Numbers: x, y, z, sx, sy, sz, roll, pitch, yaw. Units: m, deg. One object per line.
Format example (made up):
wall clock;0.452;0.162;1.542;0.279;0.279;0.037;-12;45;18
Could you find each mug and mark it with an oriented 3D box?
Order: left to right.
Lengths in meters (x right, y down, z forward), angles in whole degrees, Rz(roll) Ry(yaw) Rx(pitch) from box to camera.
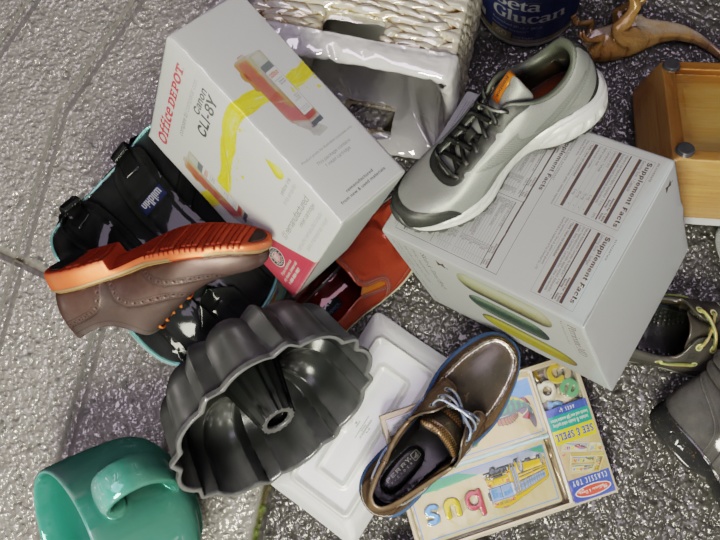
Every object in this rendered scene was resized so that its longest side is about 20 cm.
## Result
mug;-0.204;0.230;0.769;0.113;0.183;0.156;-17;94;-39

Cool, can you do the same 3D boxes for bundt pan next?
bundt pan;-0.090;0.106;0.759;0.201;0.202;0.076;-39;58;-2

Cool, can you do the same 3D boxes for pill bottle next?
pill bottle;0.165;-0.304;0.809;0.108;0.200;0.114;-1;79;7

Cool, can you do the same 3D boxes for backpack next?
backpack;-0.165;-0.009;0.818;0.200;0.154;0.176;43;83;13

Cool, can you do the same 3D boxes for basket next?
basket;0.012;-0.223;0.815;0.194;0.200;0.164;13;79;9

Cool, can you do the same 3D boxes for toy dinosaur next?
toy dinosaur;0.276;-0.241;0.867;0.195;0.061;0.108;-11;116;3

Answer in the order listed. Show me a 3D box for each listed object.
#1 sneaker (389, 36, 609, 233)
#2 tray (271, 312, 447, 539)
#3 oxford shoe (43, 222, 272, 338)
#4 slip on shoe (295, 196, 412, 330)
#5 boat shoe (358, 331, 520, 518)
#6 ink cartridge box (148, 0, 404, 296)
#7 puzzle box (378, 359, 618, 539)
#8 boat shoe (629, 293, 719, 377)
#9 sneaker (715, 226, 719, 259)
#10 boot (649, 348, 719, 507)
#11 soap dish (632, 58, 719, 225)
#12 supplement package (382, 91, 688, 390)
sneaker;0.100;-0.109;0.676;0.199;0.079;0.074;-38;54;6
tray;0.003;0.151;0.837;0.106;0.022;0.202;32;85;12
oxford shoe;-0.161;0.009;0.717;0.195;0.071;0.074;-10;108;13
slip on shoe;0.000;0.000;0.845;0.074;0.061;0.200;43;86;14
boat shoe;0.077;0.140;0.760;0.072;0.072;0.201;38;85;5
ink cartridge box;-0.078;-0.100;0.718;0.200;0.145;0.083;47;59;5
puzzle box;0.127;0.172;0.805;0.196;0.025;0.136;-18;84;-1
boat shoe;0.296;0.060;0.799;0.196;0.061;0.074;3;80;7
sneaker;0.432;0.001;0.792;0.118;0.074;0.200;-44;75;-10
boot;0.361;0.156;0.741;0.200;0.070;0.132;46;120;11
soap dish;0.357;-0.119;0.789;0.195;0.082;0.160;4;54;9
supplement package;0.155;-0.027;0.748;0.198;0.152;0.152;27;78;33
